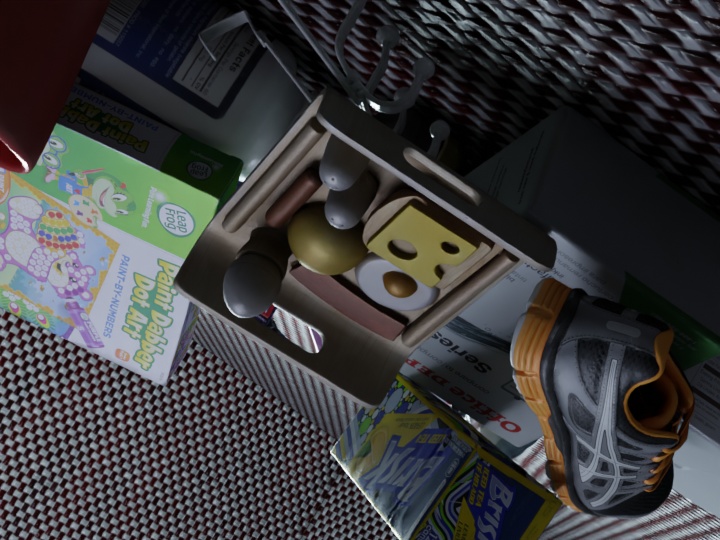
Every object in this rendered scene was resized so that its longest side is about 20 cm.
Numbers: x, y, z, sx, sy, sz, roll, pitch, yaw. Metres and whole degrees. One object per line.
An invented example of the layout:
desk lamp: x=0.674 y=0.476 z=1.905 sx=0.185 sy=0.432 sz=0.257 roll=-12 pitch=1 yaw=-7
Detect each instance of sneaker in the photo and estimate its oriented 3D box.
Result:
sneaker: x=0.141 y=0.080 z=0.921 sx=0.077 sy=0.078 sz=0.200 roll=10 pitch=154 yaw=29

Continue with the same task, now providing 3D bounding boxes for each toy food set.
toy food set: x=-0.003 y=-0.002 z=0.931 sx=0.143 sy=0.060 sz=0.200 roll=33 pitch=145 yaw=-11

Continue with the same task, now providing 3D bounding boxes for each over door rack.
over door rack: x=-0.022 y=-0.128 z=0.967 sx=0.200 sy=0.067 sz=0.148 roll=41 pitch=168 yaw=24

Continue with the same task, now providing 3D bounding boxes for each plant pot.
plant pot: x=-0.222 y=-0.179 z=0.978 sx=0.200 sy=0.177 sz=0.200 roll=31 pitch=170 yaw=6

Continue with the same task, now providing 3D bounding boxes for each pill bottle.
pill bottle: x=-0.112 y=-0.123 z=1.133 sx=0.200 sy=0.111 sz=0.111 roll=32 pitch=171 yaw=-5

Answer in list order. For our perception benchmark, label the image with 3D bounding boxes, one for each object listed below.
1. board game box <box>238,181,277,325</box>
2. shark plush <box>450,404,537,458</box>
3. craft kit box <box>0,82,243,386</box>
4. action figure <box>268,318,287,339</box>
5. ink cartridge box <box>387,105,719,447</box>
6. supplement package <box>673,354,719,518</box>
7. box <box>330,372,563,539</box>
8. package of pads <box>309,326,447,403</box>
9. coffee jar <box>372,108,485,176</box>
board game box: x=-0.129 y=-0.049 z=1.292 sx=0.200 sy=0.200 sz=0.062 roll=39 pitch=167 yaw=-36
shark plush: x=0.151 y=0.090 z=1.253 sx=0.200 sy=0.091 sz=0.083 roll=-1 pitch=-140 yaw=-40
craft kit box: x=-0.191 y=-0.035 z=1.144 sx=0.197 sy=0.049 sz=0.200 roll=23 pitch=137 yaw=2
action figure: x=-0.097 y=-0.026 z=1.628 sx=0.200 sy=0.105 sz=0.193 roll=56 pitch=176 yaw=3
ink cartridge box: x=0.105 y=0.012 z=1.013 sx=0.147 sy=0.083 sz=0.200 roll=33 pitch=145 yaw=-16
supplement package: x=0.235 y=0.079 z=1.084 sx=0.156 sy=0.111 sz=0.200 roll=34 pitch=169 yaw=-9
box: x=0.045 y=0.119 z=1.012 sx=0.064 sy=0.070 sz=0.200 roll=34 pitch=180 yaw=-15
package of pads: x=0.000 y=0.000 z=1.227 sx=0.121 sy=0.076 sz=0.200 roll=48 pitch=-158 yaw=-62
coffee jar: x=0.071 y=-0.026 z=1.141 sx=0.200 sy=0.085 sz=0.104 roll=35 pitch=171 yaw=-17
